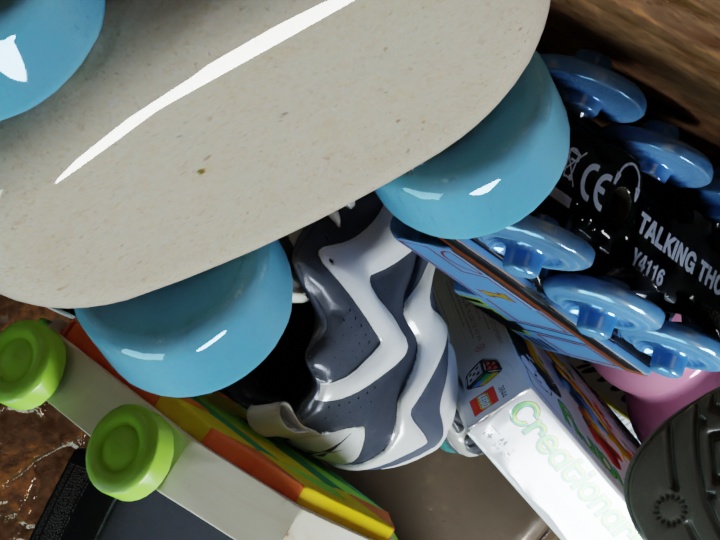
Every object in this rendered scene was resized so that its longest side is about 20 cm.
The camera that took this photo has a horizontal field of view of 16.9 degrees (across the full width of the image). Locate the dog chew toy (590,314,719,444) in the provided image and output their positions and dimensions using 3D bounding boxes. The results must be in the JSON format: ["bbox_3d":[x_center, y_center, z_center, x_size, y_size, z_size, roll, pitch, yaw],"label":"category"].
[{"bbox_3d":[0.176,0.054,1.090,0.200,0.125,0.125,39,174,-21],"label":"dog chew toy"}]

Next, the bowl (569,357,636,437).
[{"bbox_3d":[0.200,0.073,1.259,0.201,0.094,0.201,39,178,1],"label":"bowl"}]

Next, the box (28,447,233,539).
[{"bbox_3d":[-0.052,0.174,1.082,0.200,0.123,0.198,27,173,-12],"label":"box"}]

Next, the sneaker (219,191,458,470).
[{"bbox_3d":[-0.026,-0.023,0.927,0.079,0.199,0.130,-4,175,29],"label":"sneaker"}]

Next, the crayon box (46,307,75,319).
[{"bbox_3d":[-0.110,-0.080,0.930,0.058,0.173,0.200,20,173,27],"label":"crayon box"}]

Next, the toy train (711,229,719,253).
[{"bbox_3d":[0.087,-0.045,1.019,0.200,0.034,0.046,28,172,7],"label":"toy train"}]

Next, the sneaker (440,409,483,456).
[{"bbox_3d":[0.000,0.000,1.090,0.080,0.078,0.200,-20,113,38],"label":"sneaker"}]

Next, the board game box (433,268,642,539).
[{"bbox_3d":[0.101,0.090,1.038,0.200,0.035,0.126,48,-168,-28],"label":"board game box"}]

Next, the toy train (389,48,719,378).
[{"bbox_3d":[0.072,-0.021,0.902,0.114,0.087,0.200,10,166,40],"label":"toy train"}]

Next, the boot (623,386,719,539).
[{"bbox_3d":[0.162,0.051,0.887,0.200,0.182,0.073,-165,57,-81],"label":"boot"}]

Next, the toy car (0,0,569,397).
[{"bbox_3d":[-0.061,-0.105,0.670,0.200,0.177,0.184,62,-178,33],"label":"toy car"}]

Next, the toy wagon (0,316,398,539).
[{"bbox_3d":[-0.073,0.060,0.922,0.200,0.040,0.155,34,-179,41],"label":"toy wagon"}]

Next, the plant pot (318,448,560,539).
[{"bbox_3d":[0.026,0.079,1.205,0.175,0.200,0.200,40,180,13],"label":"plant pot"}]
